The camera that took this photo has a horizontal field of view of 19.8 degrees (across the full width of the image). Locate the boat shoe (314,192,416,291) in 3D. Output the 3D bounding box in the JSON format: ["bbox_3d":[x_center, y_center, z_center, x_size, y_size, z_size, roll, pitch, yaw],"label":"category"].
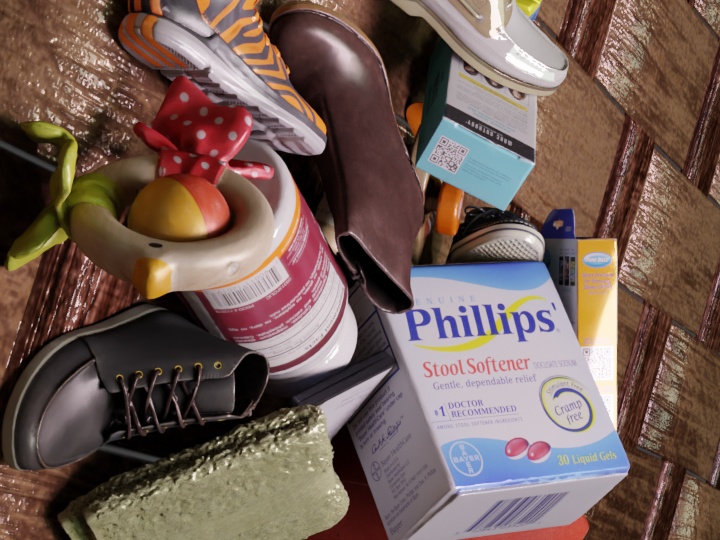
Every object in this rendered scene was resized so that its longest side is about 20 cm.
[{"bbox_3d":[0.000,0.000,1.694,0.067,0.074,0.200,-53,146,-17],"label":"boat shoe"}]

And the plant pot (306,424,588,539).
[{"bbox_3d":[0.056,0.204,1.777,0.200,0.198,0.177,-51,134,-41],"label":"plant pot"}]

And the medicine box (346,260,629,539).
[{"bbox_3d":[0.088,0.104,1.647,0.181,0.201,0.103,-3,150,-34],"label":"medicine box"}]

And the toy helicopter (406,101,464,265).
[{"bbox_3d":[0.052,-0.051,1.776,0.201,0.078,0.133,91,10,-53],"label":"toy helicopter"}]

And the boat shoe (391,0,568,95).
[{"bbox_3d":[0.093,-0.213,1.630,0.068,0.199,0.075,-47,-159,29],"label":"boat shoe"}]

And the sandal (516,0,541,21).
[{"bbox_3d":[0.107,-0.201,1.811,0.087,0.079,0.201,101,12,-68],"label":"sandal"}]

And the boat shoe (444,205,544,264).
[{"bbox_3d":[0.114,-0.026,1.777,0.200,0.074,0.063,135,-32,-79],"label":"boat shoe"}]

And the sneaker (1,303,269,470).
[{"bbox_3d":[-0.148,0.082,1.379,0.200,0.105,0.075,-38,136,-52],"label":"sneaker"}]

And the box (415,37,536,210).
[{"bbox_3d":[0.095,-0.129,1.645,0.049,0.082,0.201,-59,-170,29],"label":"box"}]

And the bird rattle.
[{"bbox_3d":[-0.125,-0.037,1.306,0.199,0.163,0.113,-9,128,-42],"label":"bird rattle"}]

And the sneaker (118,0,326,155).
[{"bbox_3d":[-0.074,-0.163,1.412,0.200,0.077,0.113,39,66,-48],"label":"sneaker"}]

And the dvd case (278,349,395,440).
[{"bbox_3d":[-0.065,0.147,1.563,0.200,0.018,0.142,-51,166,29],"label":"dvd case"}]

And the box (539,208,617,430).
[{"bbox_3d":[0.182,0.049,1.738,0.119,0.041,0.202,-172,-96,-78],"label":"box"}]

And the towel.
[{"bbox_3d":[-0.108,0.170,1.465,0.198,0.037,0.149,-22,144,-7],"label":"towel"}]

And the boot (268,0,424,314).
[{"bbox_3d":[-0.007,-0.085,1.519,0.200,0.072,0.167,55,23,-36],"label":"boot"}]

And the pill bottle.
[{"bbox_3d":[-0.074,0.004,1.484,0.115,0.113,0.200,-64,152,-23],"label":"pill bottle"}]
